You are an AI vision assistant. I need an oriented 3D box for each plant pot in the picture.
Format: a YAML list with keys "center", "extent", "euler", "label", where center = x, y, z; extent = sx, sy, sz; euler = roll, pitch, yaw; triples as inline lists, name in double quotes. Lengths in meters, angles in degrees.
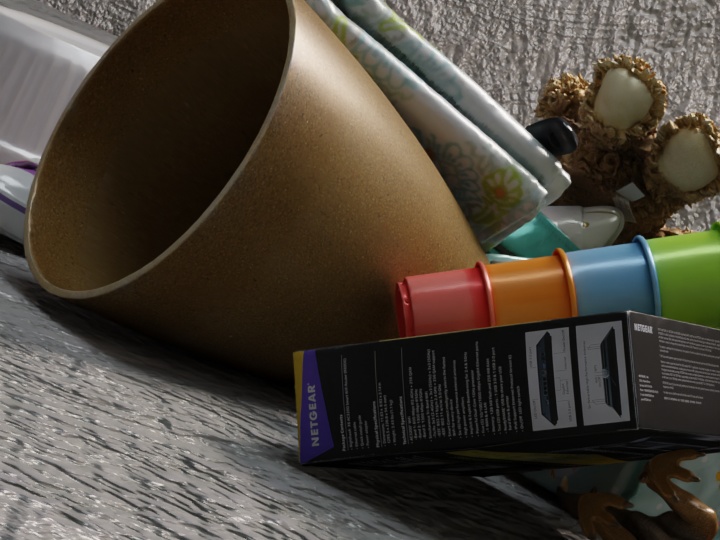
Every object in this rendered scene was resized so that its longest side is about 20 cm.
- center: [-0.032, -0.020, 1.342]
  extent: [0.200, 0.187, 0.186]
  euler: [36, -3, -34]
  label: "plant pot"

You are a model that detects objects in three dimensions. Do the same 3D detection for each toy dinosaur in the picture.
- center: [0.131, 0.123, 1.225]
  extent: [0.200, 0.060, 0.106]
  euler: [26, -22, 41]
  label: "toy dinosaur"

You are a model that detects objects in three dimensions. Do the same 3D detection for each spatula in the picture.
- center: [0.084, -0.066, 1.461]
  extent: [0.057, 0.021, 0.200]
  euler: [60, -14, -4]
  label: "spatula"

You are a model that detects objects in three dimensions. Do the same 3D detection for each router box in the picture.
- center: [0.084, 0.058, 1.211]
  extent: [0.157, 0.052, 0.200]
  euler: [-8, -9, 25]
  label: "router box"

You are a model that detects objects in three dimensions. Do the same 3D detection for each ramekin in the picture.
- center: [-0.194, -0.106, 1.799]
  extent: [0.202, 0.094, 0.202]
  euler: [22, 6, -2]
  label: "ramekin"

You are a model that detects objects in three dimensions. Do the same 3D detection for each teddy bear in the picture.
- center: [0.159, -0.058, 1.599]
  extent: [0.145, 0.067, 0.200]
  euler: [29, -29, 19]
  label: "teddy bear"

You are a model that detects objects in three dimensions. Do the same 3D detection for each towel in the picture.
- center: [-0.003, -0.074, 1.428]
  extent: [0.200, 0.048, 0.171]
  euler: [40, -34, -8]
  label: "towel"

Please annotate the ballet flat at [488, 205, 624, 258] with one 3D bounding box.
- center: [0.146, 0.005, 1.568]
  extent: [0.200, 0.070, 0.067]
  euler: [38, 5, -4]
  label: "ballet flat"

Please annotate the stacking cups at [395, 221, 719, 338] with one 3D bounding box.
- center: [0.117, 0.011, 1.282]
  extent: [0.199, 0.061, 0.061]
  euler: [-7, 11, -8]
  label: "stacking cups"

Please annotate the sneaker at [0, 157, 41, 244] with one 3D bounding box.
- center: [-0.135, -0.059, 1.493]
  extent: [0.073, 0.115, 0.200]
  euler: [28, 9, 35]
  label: "sneaker"

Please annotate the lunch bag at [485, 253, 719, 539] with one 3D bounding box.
- center: [0.164, 0.072, 1.422]
  extent: [0.200, 0.122, 0.170]
  euler: [10, 12, -42]
  label: "lunch bag"
